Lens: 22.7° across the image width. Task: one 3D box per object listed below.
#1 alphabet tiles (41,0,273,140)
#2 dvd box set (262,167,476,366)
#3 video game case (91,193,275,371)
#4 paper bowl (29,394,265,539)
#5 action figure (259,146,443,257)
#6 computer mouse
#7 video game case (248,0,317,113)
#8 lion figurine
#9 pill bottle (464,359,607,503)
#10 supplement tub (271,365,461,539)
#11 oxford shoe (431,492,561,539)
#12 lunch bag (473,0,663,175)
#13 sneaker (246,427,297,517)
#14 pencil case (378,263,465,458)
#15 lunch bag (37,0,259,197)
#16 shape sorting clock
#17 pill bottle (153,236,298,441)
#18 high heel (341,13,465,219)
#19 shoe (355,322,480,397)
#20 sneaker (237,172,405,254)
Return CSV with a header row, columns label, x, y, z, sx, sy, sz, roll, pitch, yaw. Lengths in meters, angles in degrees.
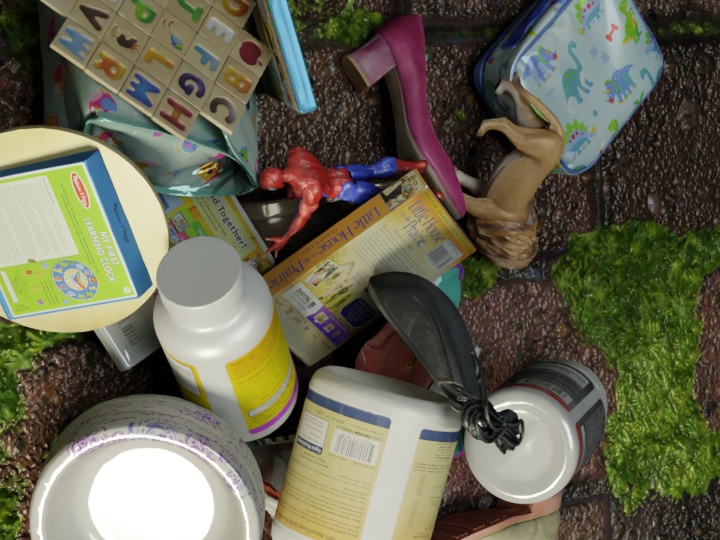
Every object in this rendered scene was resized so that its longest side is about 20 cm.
label,x,y,z,sx,sy,sz,roll,pitch,yaw
alphabet tiles,-0.170,-0.206,1.497,0.199,0.006,0.167,35,53,-16
dvd box set,0.000,0.000,1.665,0.199,0.029,0.146,-35,149,6
video game case,-0.196,-0.042,1.601,0.182,0.023,0.201,-36,98,-29
paper bowl,-0.182,0.203,1.563,0.199,0.104,0.202,0,111,1
action figure,-0.027,-0.063,1.643,0.199,0.099,0.066,5,49,-45
computer mouse,0.082,0.070,1.617,0.053,0.200,0.138,-40,160,9
video game case,-0.082,-0.219,1.599,0.018,0.200,0.144,-17,103,-8
lion figurine,0.157,-0.096,1.806,0.122,0.201,0.073,27,33,-5
pill bottle,0.184,0.155,1.802,0.200,0.115,0.117,-22,108,-69
supplement tub,0.001,0.199,1.613,0.144,0.144,0.202,13,94,-35
oxford shoe,0.136,0.283,1.848,0.199,0.071,0.074,-14,102,-34
lunch bag,0.219,-0.212,1.880,0.200,0.082,0.161,-50,119,-23
sneaker,-0.087,0.179,1.687,0.200,0.077,0.082,38,67,-42
pencil case,0.066,0.083,1.780,0.092,0.085,0.202,-5,96,-15
lunch bag,-0.170,-0.163,1.557,0.199,0.122,0.172,12,61,-35
shape sorting clock,-0.258,-0.033,1.504,0.200,0.199,0.039,53,25,-24
pill bottle,-0.119,0.058,1.548,0.104,0.104,0.201,-50,152,-23
high heel,0.069,-0.153,1.773,0.096,0.067,0.201,-34,90,-19
shoe,0.025,0.128,1.719,0.201,0.091,0.071,-57,167,11
sneaker,-0.032,-0.050,1.725,0.199,0.070,0.076,-11,110,-28
